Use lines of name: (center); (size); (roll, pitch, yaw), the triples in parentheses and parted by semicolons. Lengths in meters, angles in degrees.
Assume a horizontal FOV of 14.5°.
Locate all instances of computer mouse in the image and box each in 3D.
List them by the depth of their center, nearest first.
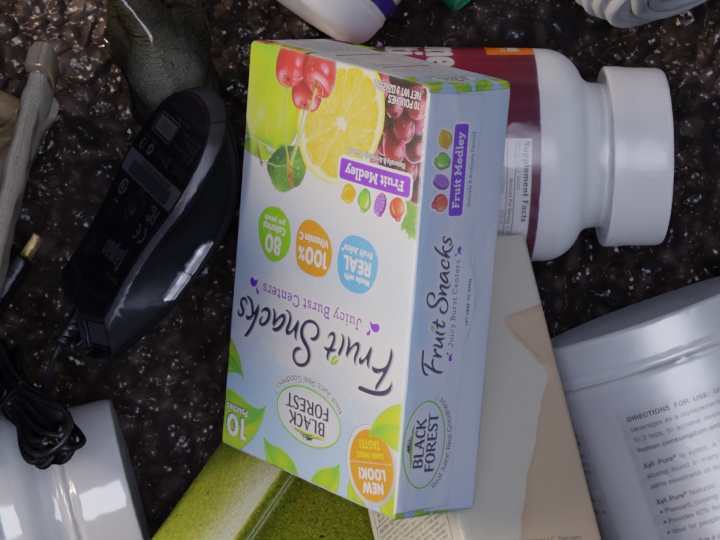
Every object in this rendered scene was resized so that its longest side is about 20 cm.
computer mouse: (-0.123, -0.003, 1.399); (0.046, 0.140, 0.200); (26, 93, -34)

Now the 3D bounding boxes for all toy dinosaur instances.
toy dinosaur: (-0.098, -0.107, 1.421); (0.077, 0.200, 0.102); (-15, 54, -12)

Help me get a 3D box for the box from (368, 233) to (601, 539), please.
box: (0.051, 0.089, 1.380); (0.078, 0.095, 0.200); (-1, 67, -26)

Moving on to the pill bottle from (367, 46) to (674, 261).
pill bottle: (0.054, -0.059, 1.439); (0.200, 0.110, 0.110); (0, 91, -3)

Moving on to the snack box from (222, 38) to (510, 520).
snack box: (0.000, 0.000, 1.320); (0.053, 0.142, 0.200); (-4, 105, -36)

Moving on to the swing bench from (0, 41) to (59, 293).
swing bench: (-0.265, -0.019, 1.383); (0.200, 0.130, 0.199); (14, 62, -5)

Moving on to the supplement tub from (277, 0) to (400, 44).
supplement tub: (0.003, -0.231, 1.415); (0.145, 0.145, 0.200); (38, 90, -3)

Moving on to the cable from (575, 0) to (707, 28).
cable: (0.189, -0.191, 1.400); (0.200, 0.200, 0.069); (-28, 82, -12)

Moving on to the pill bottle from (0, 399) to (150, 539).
pill bottle: (-0.211, 0.135, 1.430); (0.200, 0.113, 0.113); (-15, 92, -3)

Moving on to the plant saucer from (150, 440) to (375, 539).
plant saucer: (0.015, 0.139, 1.422); (0.200, 0.048, 0.200); (37, 56, -3)

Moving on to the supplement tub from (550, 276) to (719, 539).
supplement tub: (0.181, 0.112, 1.439); (0.132, 0.132, 0.200); (-19, 93, -2)

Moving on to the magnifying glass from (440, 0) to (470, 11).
magnifying glass: (0.092, -0.190, 1.402); (0.022, 0.200, 0.080); (44, 56, 3)
